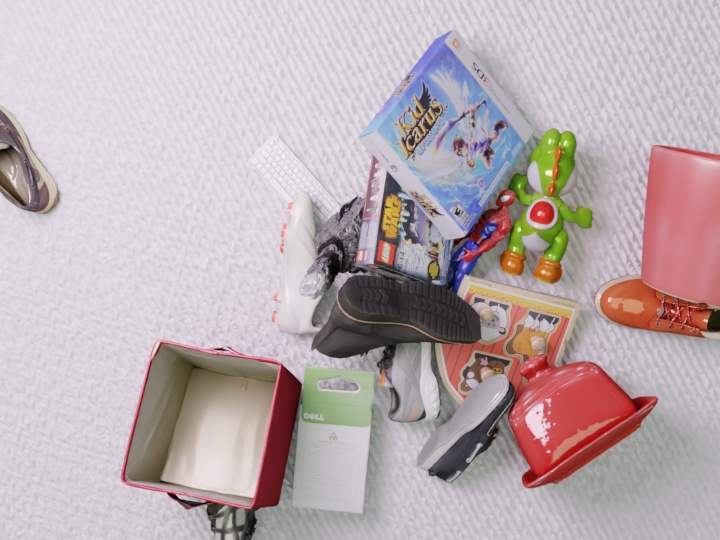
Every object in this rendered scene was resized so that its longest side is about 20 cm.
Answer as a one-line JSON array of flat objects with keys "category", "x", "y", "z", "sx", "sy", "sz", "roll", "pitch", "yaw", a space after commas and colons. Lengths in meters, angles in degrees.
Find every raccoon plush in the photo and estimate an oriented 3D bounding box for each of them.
[{"category": "raccoon plush", "x": 0.000, "y": 0.000, "z": 1.056, "sx": 0.134, "sy": 0.096, "sz": 0.201, "roll": 46, "pitch": 58, "yaw": -20}]

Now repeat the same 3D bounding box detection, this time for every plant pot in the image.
[{"category": "plant pot", "x": 0.457, "y": -0.056, "z": 1.029, "sx": 0.198, "sy": 0.201, "sz": 0.180, "roll": 11, "pitch": 104, "yaw": 1}]

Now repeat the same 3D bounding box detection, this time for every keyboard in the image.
[{"category": "keyboard", "x": -0.073, "y": -0.099, "z": 1.122, "sx": 0.056, "sy": 0.011, "sz": 0.200, "roll": -42, "pitch": 92, "yaw": 4}]

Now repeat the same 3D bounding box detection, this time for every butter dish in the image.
[{"category": "butter dish", "x": 0.266, "y": 0.180, "z": 1.056, "sx": 0.199, "sy": 0.200, "sz": 0.149, "roll": -36, "pitch": 77, "yaw": 4}]

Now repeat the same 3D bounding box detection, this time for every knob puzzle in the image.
[{"category": "knob puzzle", "x": 0.194, "y": 0.121, "z": 1.096, "sx": 0.217, "sy": 0.031, "sz": 0.223, "roll": -3, "pitch": 110, "yaw": -8}]

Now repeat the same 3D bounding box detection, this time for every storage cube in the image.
[{"category": "storage cube", "x": -0.184, "y": 0.206, "z": 1.035, "sx": 0.169, "sy": 0.180, "sz": 0.203, "roll": 9, "pitch": 76, "yaw": 7}]

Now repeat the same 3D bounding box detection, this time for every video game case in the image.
[{"category": "video game case", "x": 0.117, "y": -0.175, "z": 1.024, "sx": 0.181, "sy": 0.045, "sz": 0.201, "roll": 45, "pitch": 64, "yaw": -19}]

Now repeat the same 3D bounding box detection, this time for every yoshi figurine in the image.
[{"category": "yoshi figurine", "x": 0.253, "y": -0.092, "z": 1.082, "sx": 0.111, "sy": 0.112, "sz": 0.203, "roll": 2, "pitch": 108, "yaw": -28}]

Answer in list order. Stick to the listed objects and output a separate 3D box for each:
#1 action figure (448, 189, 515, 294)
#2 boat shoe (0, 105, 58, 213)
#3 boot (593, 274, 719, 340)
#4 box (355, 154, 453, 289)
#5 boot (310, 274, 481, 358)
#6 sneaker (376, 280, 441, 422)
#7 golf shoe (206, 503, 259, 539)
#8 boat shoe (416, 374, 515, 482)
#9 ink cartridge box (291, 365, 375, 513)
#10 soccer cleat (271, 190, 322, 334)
[{"category": "action figure", "x": 0.149, "y": -0.025, "z": 1.087, "sx": 0.051, "sy": 0.066, "sz": 0.201, "roll": 32, "pitch": 100, "yaw": -24}, {"category": "boat shoe", "x": -0.499, "y": -0.167, "z": 1.102, "sx": 0.073, "sy": 0.065, "sz": 0.200, "roll": -41, "pitch": 91, "yaw": 6}, {"category": "boot", "x": 0.421, "y": 0.052, "z": 1.073, "sx": 0.197, "sy": 0.107, "sz": 0.076, "roll": 7, "pitch": 96, "yaw": 3}, {"category": "box", "x": 0.069, "y": -0.086, "z": 1.041, "sx": 0.136, "sy": 0.040, "sz": 0.203, "roll": 17, "pitch": 75, "yaw": -37}, {"category": "boot", "x": 0.044, "y": 0.078, "z": 1.041, "sx": 0.198, "sy": 0.078, "sz": 0.139, "roll": 17, "pitch": 139, "yaw": -17}, {"category": "sneaker", "x": 0.058, "y": 0.115, "z": 1.097, "sx": 0.078, "sy": 0.074, "sz": 0.203, "roll": -11, "pitch": 95, "yaw": -12}, {"category": "golf shoe", "x": -0.189, "y": 0.348, "z": 1.133, "sx": 0.094, "sy": 0.078, "sz": 0.202, "roll": 25, "pitch": 84, "yaw": 3}, {"category": "boat shoe", "x": 0.155, "y": 0.219, "z": 1.090, "sx": 0.060, "sy": 0.076, "sz": 0.200, "roll": 33, "pitch": 128, "yaw": -8}, {"category": "ink cartridge box", "x": -0.037, "y": 0.233, "z": 1.123, "sx": 0.102, "sy": 0.059, "sz": 0.203, "roll": 5, "pitch": 94, "yaw": 1}, {"category": "soccer cleat", "x": -0.076, "y": -0.009, "z": 1.105, "sx": 0.076, "sy": 0.069, "sz": 0.203, "roll": 7, "pitch": 102, "yaw": -4}]
